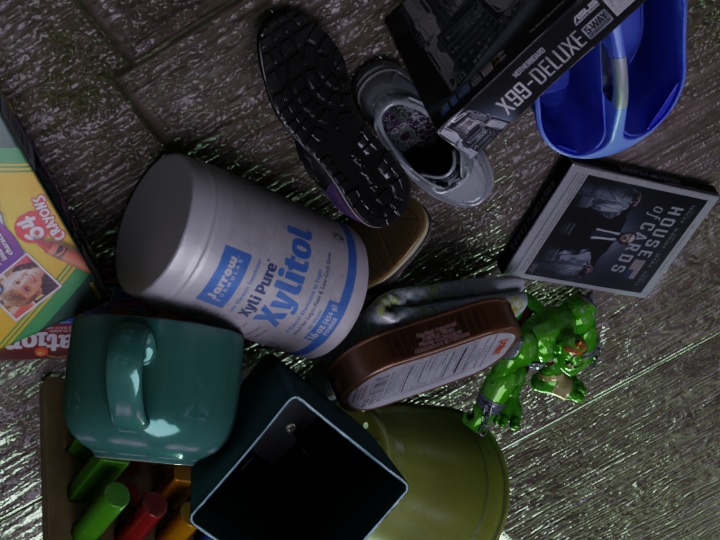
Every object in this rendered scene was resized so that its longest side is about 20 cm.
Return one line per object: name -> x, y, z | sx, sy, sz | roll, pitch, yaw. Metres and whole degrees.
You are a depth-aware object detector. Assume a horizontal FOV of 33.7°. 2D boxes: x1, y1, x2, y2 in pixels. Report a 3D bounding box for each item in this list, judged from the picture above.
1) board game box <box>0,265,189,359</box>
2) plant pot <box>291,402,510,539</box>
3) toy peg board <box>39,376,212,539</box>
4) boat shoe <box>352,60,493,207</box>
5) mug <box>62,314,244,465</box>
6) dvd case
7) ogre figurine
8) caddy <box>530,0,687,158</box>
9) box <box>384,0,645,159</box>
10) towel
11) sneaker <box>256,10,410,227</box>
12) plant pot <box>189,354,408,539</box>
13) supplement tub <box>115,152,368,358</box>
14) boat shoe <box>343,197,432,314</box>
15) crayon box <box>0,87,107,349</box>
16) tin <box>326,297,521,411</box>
board game box -> -0.258, 0.040, 1.116 | 0.196, 0.020, 0.104 | -1, 133, -20
plant pot -> 0.027, 0.222, 1.257 | 0.200, 0.202, 0.192 | -38, 144, 17
toy peg board -> -0.197, 0.185, 1.146 | 0.196, 0.203, 0.098 | 13, 138, -31
boat shoe -> 0.063, -0.104, 1.071 | 0.070, 0.072, 0.200 | -35, 134, 15
mug -> -0.188, 0.103, 1.012 | 0.150, 0.117, 0.184 | -1, 169, 35
dvd case -> 0.258, -0.043, 1.241 | 0.197, 0.025, 0.151 | 9, 129, -27
ogre figurine -> 0.194, 0.095, 1.293 | 0.197, 0.099, 0.121 | -10, 130, -19
caddy -> 0.206, -0.188, 1.020 | 0.139, 0.106, 0.202 | -18, 136, -2
box -> 0.121, -0.210, 0.931 | 0.200, 0.159, 0.049 | -41, 132, 21
towel -> 0.058, 0.067, 1.211 | 0.197, 0.049, 0.172 | -7, 150, -35
sneaker -> -0.041, -0.123, 1.014 | 0.075, 0.087, 0.202 | -38, 113, -19
plant pot -> -0.069, 0.171, 1.106 | 0.141, 0.200, 0.142 | 40, 95, -19
supplement tub -> -0.102, -0.009, 1.058 | 0.198, 0.133, 0.132 | 21, 123, -36
boat shoe -> 0.000, 0.000, 1.157 | 0.199, 0.074, 0.064 | -39, 155, 28
crayon box -> -0.329, -0.026, 0.980 | 0.170, 0.059, 0.202 | -24, 126, -3
tin -> 0.064, 0.083, 1.146 | 0.197, 0.042, 0.112 | -17, 159, -17
